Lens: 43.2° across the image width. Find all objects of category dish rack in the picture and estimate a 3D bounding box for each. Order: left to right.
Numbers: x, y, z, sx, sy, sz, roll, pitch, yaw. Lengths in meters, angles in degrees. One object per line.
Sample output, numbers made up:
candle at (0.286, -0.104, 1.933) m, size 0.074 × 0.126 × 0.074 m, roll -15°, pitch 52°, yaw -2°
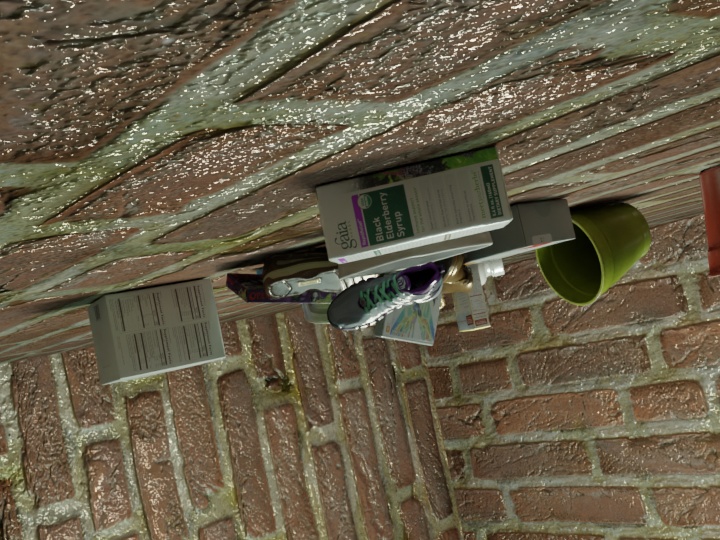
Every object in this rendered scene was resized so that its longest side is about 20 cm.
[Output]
dish rack at (-0.027, 0.054, 1.736) m, size 0.169 × 0.044 × 0.200 m, roll -3°, pitch -168°, yaw -7°

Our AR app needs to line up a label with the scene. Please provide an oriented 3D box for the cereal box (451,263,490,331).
cereal box at (0.213, 0.022, 1.856) m, size 0.039 × 0.203 × 0.144 m, roll -11°, pitch 177°, yaw -7°

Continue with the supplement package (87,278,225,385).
supplement package at (-0.377, 0.113, 1.673) m, size 0.198 × 0.153 × 0.151 m, roll -10°, pitch 175°, yaw -30°

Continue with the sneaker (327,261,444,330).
sneaker at (0.038, 0.030, 1.439) m, size 0.198 × 0.075 × 0.088 m, roll -22°, pitch 164°, yaw -8°

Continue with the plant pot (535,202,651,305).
plant pot at (0.513, -0.055, 1.950) m, size 0.191 × 0.202 × 0.200 m, roll -23°, pitch -179°, yaw -26°

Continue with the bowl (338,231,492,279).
bowl at (0.079, -0.047, 1.385) m, size 0.198 × 0.076 × 0.199 m, roll -8°, pitch 175°, yaw -40°

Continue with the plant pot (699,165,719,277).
plant pot at (0.725, -0.104, 1.690) m, size 0.198 × 0.198 × 0.201 m, roll -12°, pitch 177°, yaw -1°

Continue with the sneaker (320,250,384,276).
sneaker at (0.000, 0.000, 1.637) m, size 0.198 × 0.091 × 0.067 m, roll -10°, pitch -174°, yaw -24°

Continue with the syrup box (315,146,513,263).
syrup box at (0.056, -0.067, 0.979) m, size 0.197 × 0.080 × 0.081 m, roll -12°, pitch 176°, yaw 2°

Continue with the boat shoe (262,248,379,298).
boat shoe at (-0.068, -0.009, 1.543) m, size 0.200 × 0.075 × 0.075 m, roll -4°, pitch 141°, yaw -15°

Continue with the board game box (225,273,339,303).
board game box at (-0.127, 0.032, 1.616) m, size 0.198 × 0.033 × 0.120 m, roll 2°, pitch -172°, yaw -27°

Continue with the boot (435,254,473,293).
boot at (0.169, -0.002, 1.598) m, size 0.074 × 0.075 × 0.200 m, roll 11°, pitch 166°, yaw 0°

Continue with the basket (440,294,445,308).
basket at (0.064, 0.030, 1.887) m, size 0.198 × 0.151 × 0.143 m, roll -12°, pitch 176°, yaw 14°

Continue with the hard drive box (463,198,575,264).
hard drive box at (0.263, -0.067, 1.663) m, size 0.155 × 0.078 × 0.199 m, roll -9°, pitch 175°, yaw -42°

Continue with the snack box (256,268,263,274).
snack box at (-0.090, -0.003, 1.754) m, size 0.198 × 0.038 × 0.116 m, roll -13°, pitch 175°, yaw 10°

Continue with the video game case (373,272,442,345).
video game case at (0.097, 0.039, 1.671) m, size 0.022 × 0.185 × 0.199 m, roll 8°, pitch 176°, yaw 32°

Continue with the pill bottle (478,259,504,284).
pill bottle at (0.230, -0.010, 2.113) m, size 0.198 × 0.113 × 0.111 m, roll -12°, pitch 176°, yaw 8°
